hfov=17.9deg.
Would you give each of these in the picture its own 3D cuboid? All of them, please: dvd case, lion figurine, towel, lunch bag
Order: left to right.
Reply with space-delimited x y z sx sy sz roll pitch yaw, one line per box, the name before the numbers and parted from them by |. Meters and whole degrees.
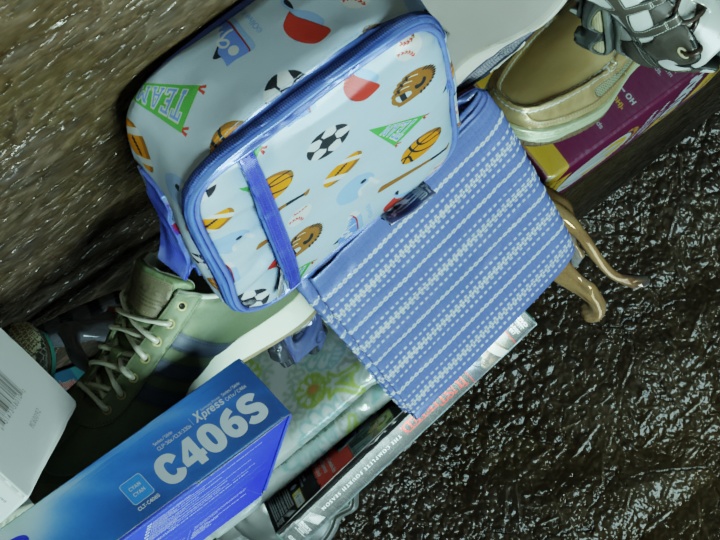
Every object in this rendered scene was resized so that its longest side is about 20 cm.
towel | -0.058 0.050 1.424 0.200 0.172 0.048 -40 140 14
lunch bag | -0.031 -0.059 1.084 0.160 0.076 0.200 -39 161 -9
dvd case | 0.015 0.077 1.420 0.200 0.022 0.146 -45 -163 2
towel | 0.043 -0.007 1.261 0.145 0.024 0.200 -44 149 -4
lion figurine | 0.085 -0.035 1.506 0.123 0.199 0.073 68 34 -45

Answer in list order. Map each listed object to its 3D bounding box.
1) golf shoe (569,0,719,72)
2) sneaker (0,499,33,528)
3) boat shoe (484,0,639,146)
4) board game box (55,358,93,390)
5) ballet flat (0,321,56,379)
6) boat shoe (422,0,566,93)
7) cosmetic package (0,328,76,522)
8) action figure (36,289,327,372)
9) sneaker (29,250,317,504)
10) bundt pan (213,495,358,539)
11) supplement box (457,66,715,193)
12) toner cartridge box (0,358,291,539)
golf shoe | 0.161 -0.160 1.226 0.078 0.094 0.200 -62 165 -5
sneaker | -0.192 0.133 1.335 0.199 0.075 0.085 -13 -140 11
boat shoe | 0.147 -0.152 1.419 0.200 0.072 0.076 -41 160 -36
board game box | -0.241 0.130 1.496 0.151 0.047 0.200 -41 173 20
ballet flat | -0.236 0.091 1.233 0.075 0.068 0.200 1 151 -36
boat shoe | 0.066 -0.150 1.184 0.200 0.075 0.093 -38 -174 47
cosmetic package | -0.246 0.119 1.136 0.200 0.085 0.108 -41 -167 22
action figure | -0.098 -0.006 1.296 0.193 0.104 0.200 -41 146 -22
sneaker | -0.108 0.031 1.189 0.200 0.067 0.090 -40 139 -20
bundt pan | -0.088 0.103 1.566 0.202 0.203 0.076 -41 150 26
supplement box | 0.152 -0.130 1.580 0.200 0.103 0.131 -36 173 -21
toner cartridge box | -0.127 0.132 1.139 0.200 0.043 0.095 -36 161 -28
